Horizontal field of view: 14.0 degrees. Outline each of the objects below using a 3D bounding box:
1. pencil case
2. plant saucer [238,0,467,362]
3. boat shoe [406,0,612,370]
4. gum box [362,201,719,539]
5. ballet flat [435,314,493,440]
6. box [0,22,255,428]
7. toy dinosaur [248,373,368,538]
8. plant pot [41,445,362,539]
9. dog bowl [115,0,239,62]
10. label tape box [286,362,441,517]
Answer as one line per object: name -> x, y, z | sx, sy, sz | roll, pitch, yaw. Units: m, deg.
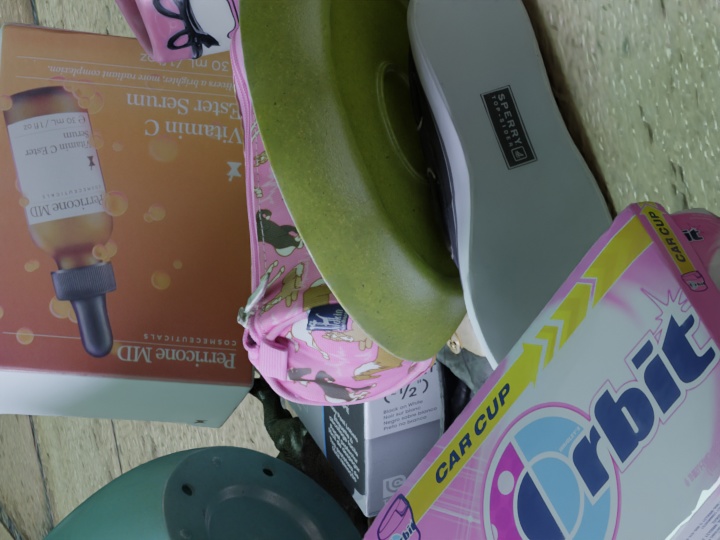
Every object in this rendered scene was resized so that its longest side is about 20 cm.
pencil case -> -0.014, -0.039, 1.357 | 0.086, 0.083, 0.200 | 35, -139, -45
plant saucer -> 0.009, -0.060, 1.271 | 0.200, 0.031, 0.200 | 52, -152, -43
boat shoe -> 0.060, -0.031, 1.254 | 0.066, 0.070, 0.200 | 108, 144, -74
gum box -> 0.097, 0.080, 1.097 | 0.200, 0.066, 0.114 | -53, 47, 29
ballet flat -> 0.051, 0.088, 1.394 | 0.066, 0.057, 0.200 | -126, 27, -48
box -> -0.138, -0.022, 1.645 | 0.106, 0.152, 0.201 | 129, 143, -69
toy dinosaur -> -0.022, 0.117, 1.620 | 0.200, 0.077, 0.102 | 103, 161, -50
plant pot -> -0.085, 0.187, 1.523 | 0.161, 0.200, 0.201 | -53, 49, 34
dog bowl -> -0.112, -0.199, 1.553 | 0.200, 0.074, 0.200 | 62, 174, 11
label tape box -> 0.000, 0.000, 1.466 | 0.143, 0.066, 0.200 | -126, 26, -48
